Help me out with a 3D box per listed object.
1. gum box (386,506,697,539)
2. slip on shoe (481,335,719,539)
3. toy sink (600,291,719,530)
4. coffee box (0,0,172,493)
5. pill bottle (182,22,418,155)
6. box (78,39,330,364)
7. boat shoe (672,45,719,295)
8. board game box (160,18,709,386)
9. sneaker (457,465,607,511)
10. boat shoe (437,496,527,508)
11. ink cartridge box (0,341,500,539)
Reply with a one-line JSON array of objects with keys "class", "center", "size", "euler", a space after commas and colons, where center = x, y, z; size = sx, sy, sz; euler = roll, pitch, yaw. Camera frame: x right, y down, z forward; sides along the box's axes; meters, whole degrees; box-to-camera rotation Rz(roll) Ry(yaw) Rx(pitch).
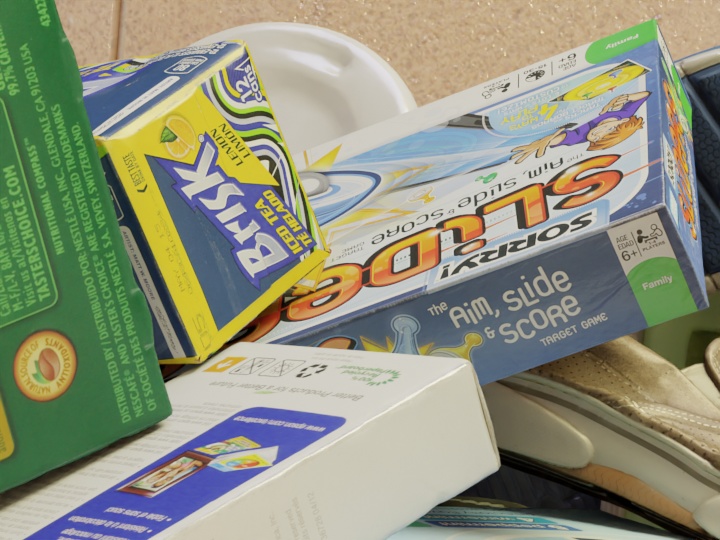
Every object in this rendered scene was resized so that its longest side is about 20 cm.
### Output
[{"class": "gum box", "center": [0.044, 0.095, 0.668], "size": [0.169, 0.045, 0.200], "euler": [4, 4, -28]}, {"class": "slip on shoe", "center": [0.104, 0.049, 0.779], "size": [0.199, 0.061, 0.076], "euler": [21, -8, 18]}, {"class": "toy sink", "center": [0.175, 0.055, 0.865], "size": [0.112, 0.131, 0.200], "euler": [3, 4, -29]}, {"class": "coffee box", "center": [-0.148, 0.013, 0.597], "size": [0.199, 0.123, 0.044], "euler": [-25, 19, -30]}, {"class": "pill bottle", "center": [-0.019, 0.010, 0.956], "size": [0.111, 0.111, 0.200], "euler": [6, -29, 13]}, {"class": "box", "center": [-0.109, -0.013, 0.758], "size": [0.199, 0.070, 0.064], "euler": [-5, 25, 41]}, {"class": "boat shoe", "center": [0.079, -0.018, 0.852], "size": [0.199, 0.072, 0.072], "euler": [-29, 6, 5]}, {"class": "board game box", "center": [0.000, 0.000, 0.762], "size": [0.199, 0.035, 0.136], "euler": [-20, 23, 14]}, {"class": "sneaker", "center": [0.050, 0.080, 0.965], "size": [0.082, 0.070, 0.200], "euler": [-24, -15, 41]}, {"class": "boat shoe", "center": [-0.039, 0.072, 0.819], "size": [0.201, 0.061, 0.072], "euler": [5, 1, -5]}, {"class": "ink cartridge box", "center": [-0.069, 0.071, 0.611], "size": [0.200, 0.037, 0.095], "euler": [-26, 17, -36]}]
